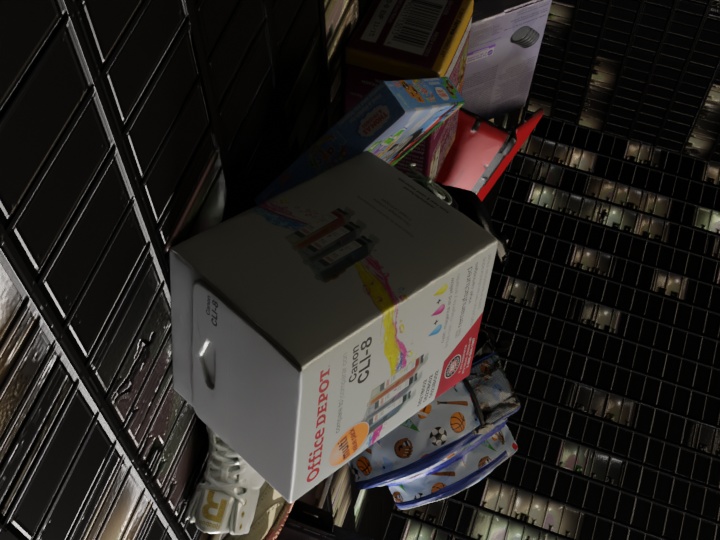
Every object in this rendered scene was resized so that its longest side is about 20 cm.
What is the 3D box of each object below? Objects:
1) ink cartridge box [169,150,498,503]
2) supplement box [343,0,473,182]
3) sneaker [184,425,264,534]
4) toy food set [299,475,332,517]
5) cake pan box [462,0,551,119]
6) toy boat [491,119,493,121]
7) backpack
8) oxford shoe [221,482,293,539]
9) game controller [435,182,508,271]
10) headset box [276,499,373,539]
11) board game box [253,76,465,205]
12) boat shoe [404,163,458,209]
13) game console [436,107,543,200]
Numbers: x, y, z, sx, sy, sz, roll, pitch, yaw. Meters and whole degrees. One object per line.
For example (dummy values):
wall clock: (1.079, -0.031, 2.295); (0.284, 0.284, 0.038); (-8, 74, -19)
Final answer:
ink cartridge box: (-0.023, 0.035, 0.741); (0.198, 0.144, 0.147); (-30, 143, -34)
supplement box: (0.048, -0.184, 1.071); (0.202, 0.101, 0.132); (93, 17, -50)
sneaker: (-0.109, 0.169, 0.871); (0.201, 0.072, 0.117); (90, 17, -62)
toy food set: (-0.061, 0.204, 1.228); (0.143, 0.059, 0.203); (157, -48, -81)
cake pan box: (0.127, -0.247, 1.222); (0.197, 0.053, 0.186); (-23, 147, -17)
toy boat: (0.110, -0.187, 1.403); (0.131, 0.128, 0.203); (-125, -154, -55)
backpack: (0.068, 0.178, 1.121); (0.188, 0.156, 0.199); (-11, 162, -43)
oxford shoe: (-0.106, 0.230, 1.035); (0.201, 0.074, 0.070); (-52, -164, -27)
game controller: (0.104, -0.056, 1.165); (0.042, 0.105, 0.200); (-44, -160, -9)
headset box: (-0.080, 0.353, 1.102); (0.075, 0.146, 0.204); (5, 103, -79)
board game box: (0.006, -0.109, 0.890); (0.151, 0.037, 0.200); (-39, 176, 23)
boat shoe: (0.049, -0.065, 0.998); (0.199, 0.074, 0.063); (-10, 127, -54)
game console: (0.122, -0.140, 1.302); (0.201, 0.170, 0.120); (-57, -162, 37)
